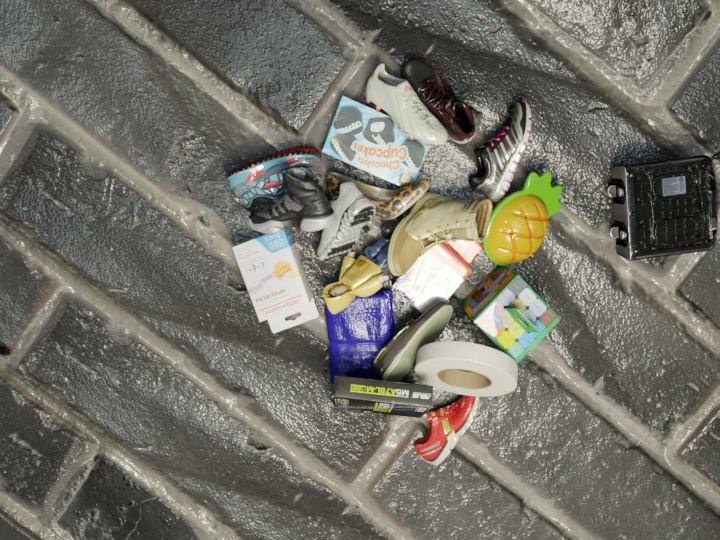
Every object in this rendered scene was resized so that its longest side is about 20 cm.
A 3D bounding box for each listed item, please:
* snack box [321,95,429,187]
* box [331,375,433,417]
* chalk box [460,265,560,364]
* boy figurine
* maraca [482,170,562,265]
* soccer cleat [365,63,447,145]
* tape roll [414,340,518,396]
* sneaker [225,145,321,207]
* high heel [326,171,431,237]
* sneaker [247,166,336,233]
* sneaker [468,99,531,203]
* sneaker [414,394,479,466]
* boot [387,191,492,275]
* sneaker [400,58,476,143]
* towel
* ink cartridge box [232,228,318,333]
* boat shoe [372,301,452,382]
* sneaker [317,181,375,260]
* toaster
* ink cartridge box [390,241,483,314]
[{"bbox_3d":[0.033,-0.252,1.242,0.196,0.037,0.118,23,99,-2],"label":"snack box"},{"bbox_3d":[0.040,0.254,1.235,0.188,0.201,0.049,8,71,1],"label":"box"},{"bbox_3d":[0.289,0.085,1.201,0.125,0.200,0.124,44,97,-5],"label":"chalk box"},{"bbox_3d":[0.000,0.000,1.246,0.200,0.124,0.065,-43,139,-4],"label":"boy figurine"},{"bbox_3d":[0.319,-0.100,1.221,0.137,0.107,0.201,37,93,-35],"label":"maraca"},{"bbox_3d":[0.090,-0.313,1.186,0.199,0.069,0.078,40,134,16],"label":"soccer cleat"},{"bbox_3d":[0.202,0.191,1.192,0.198,0.204,0.038,13,64,0],"label":"tape roll"},{"bbox_3d":[-0.164,-0.186,1.248,0.196,0.080,0.097,-16,112,10],"label":"sneaker"},{"bbox_3d":[0.029,-0.167,1.217,0.198,0.072,0.144,-29,101,27],"label":"high heel"},{"bbox_3d":[-0.139,-0.136,1.185,0.196,0.075,0.116,1,111,30],"label":"sneaker"},{"bbox_3d":[0.269,-0.239,1.219,0.086,0.074,0.204,17,103,-7],"label":"sneaker"},{"bbox_3d":[0.180,0.312,1.301,0.084,0.077,0.202,32,97,2],"label":"sneaker"},{"bbox_3d":[0.151,-0.066,1.175,0.201,0.153,0.073,-54,135,-28],"label":"boot"},{"bbox_3d":[0.157,-0.332,1.188,0.076,0.116,0.200,-44,95,7],"label":"sneaker"},{"bbox_3d":[0.003,0.142,1.292,0.144,0.050,0.205,-4,98,1],"label":"towel"},{"bbox_3d":[-0.170,0.025,1.270,0.113,0.068,0.204,-19,97,4],"label":"ink cartridge box"},{"bbox_3d":[0.101,0.134,1.238,0.202,0.072,0.061,-49,50,4],"label":"boat shoe"},{"bbox_3d":[-0.039,-0.093,1.220,0.082,0.074,0.201,57,140,18],"label":"sneaker"},{"bbox_3d":[0.588,-0.126,1.205,0.195,0.119,0.185,-7,99,3],"label":"toaster"},{"bbox_3d":[0.164,-0.013,1.265,0.108,0.050,0.201,39,98,-5],"label":"ink cartridge box"}]
